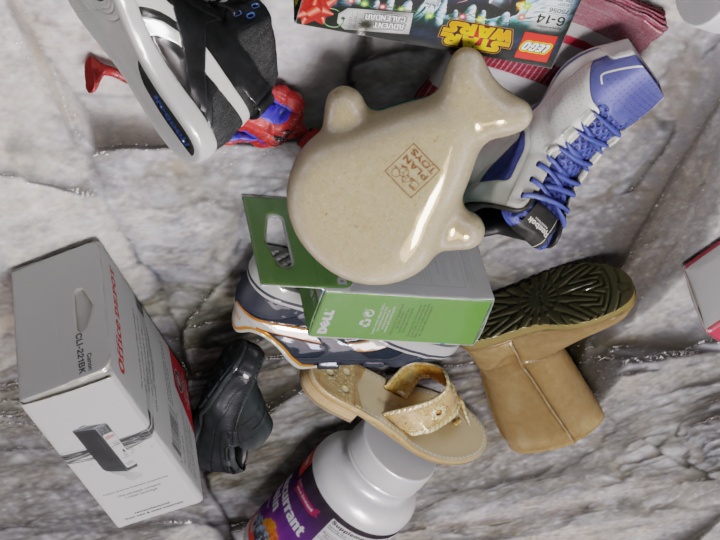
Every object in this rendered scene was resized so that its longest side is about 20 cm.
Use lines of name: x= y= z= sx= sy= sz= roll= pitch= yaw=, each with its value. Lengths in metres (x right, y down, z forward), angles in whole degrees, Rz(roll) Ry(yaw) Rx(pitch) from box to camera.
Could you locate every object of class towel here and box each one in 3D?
towel: x=0.128 y=-0.148 z=1.444 sx=0.143 sy=0.023 sz=0.200 roll=15 pitch=132 yaw=-28

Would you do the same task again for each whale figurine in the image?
whale figurine: x=0.037 y=-0.083 z=1.394 sx=0.159 sy=0.104 sz=0.200 roll=44 pitch=109 yaw=-7

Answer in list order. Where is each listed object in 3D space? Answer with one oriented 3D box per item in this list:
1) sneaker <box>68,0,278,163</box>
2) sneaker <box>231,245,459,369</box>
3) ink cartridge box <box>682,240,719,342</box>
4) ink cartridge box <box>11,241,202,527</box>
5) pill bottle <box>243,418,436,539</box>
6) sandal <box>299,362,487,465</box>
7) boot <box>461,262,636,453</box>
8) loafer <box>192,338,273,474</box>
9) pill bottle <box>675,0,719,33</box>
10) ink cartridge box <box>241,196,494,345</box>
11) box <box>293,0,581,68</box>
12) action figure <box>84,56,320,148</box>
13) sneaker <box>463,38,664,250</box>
sneaker: x=-0.130 y=-0.187 z=1.305 sx=0.112 sy=0.073 sz=0.201 roll=-41 pitch=116 yaw=-27
sneaker: x=-0.015 y=0.043 z=1.584 sx=0.199 sy=0.079 sz=0.080 roll=20 pitch=126 yaw=-18
ink cartridge box: x=0.409 y=0.025 z=1.669 sx=0.147 sy=0.086 sz=0.200 roll=-37 pitch=136 yaw=25
ink cartridge box: x=-0.209 y=0.096 z=1.538 sx=0.083 sy=0.145 sz=0.200 roll=-18 pitch=139 yaw=6
pill bottle: x=-0.017 y=0.222 z=1.760 sx=0.111 sy=0.112 sz=0.200 roll=17 pitch=131 yaw=-31
sandal: x=0.050 y=0.114 z=1.681 sx=0.211 sy=0.078 sz=0.070 roll=22 pitch=135 yaw=-28
boot: x=0.188 y=0.083 z=1.697 sx=0.174 sy=0.066 sz=0.200 roll=-12 pitch=140 yaw=18
loafer: x=-0.108 y=0.123 z=1.634 sx=0.070 sy=0.068 sz=0.201 roll=23 pitch=147 yaw=-3
pill bottle: x=0.337 y=-0.201 z=1.370 sx=0.199 sy=0.113 sz=0.113 roll=10 pitch=135 yaw=-24
ink cartridge box: x=0.000 y=0.000 z=1.516 sx=0.199 sy=0.104 sz=0.059 roll=3 pitch=136 yaw=-19
box: x=0.063 y=-0.221 z=1.314 sx=0.199 sy=0.040 sz=0.137 roll=8 pitch=136 yaw=-13
action figure: x=-0.107 y=-0.124 z=1.392 sx=0.199 sy=0.052 sz=0.065 roll=17 pitch=128 yaw=-33
sneaker: x=0.149 y=-0.079 z=1.424 sx=0.199 sy=0.116 sz=0.080 roll=-30 pitch=136 yaw=23
